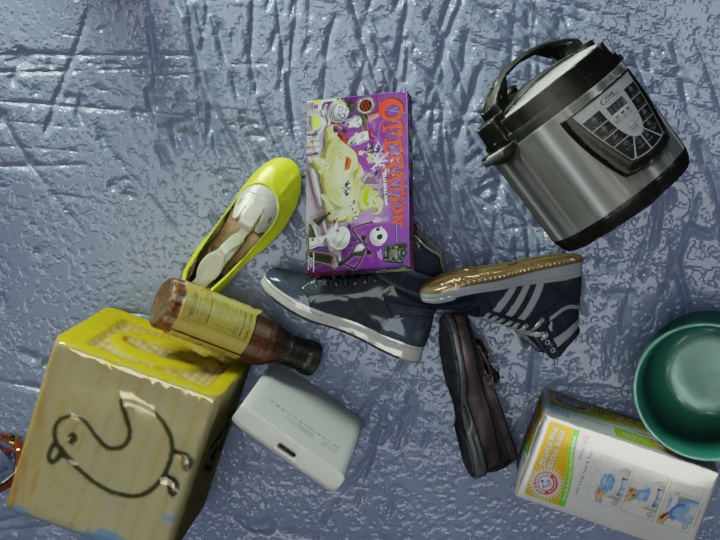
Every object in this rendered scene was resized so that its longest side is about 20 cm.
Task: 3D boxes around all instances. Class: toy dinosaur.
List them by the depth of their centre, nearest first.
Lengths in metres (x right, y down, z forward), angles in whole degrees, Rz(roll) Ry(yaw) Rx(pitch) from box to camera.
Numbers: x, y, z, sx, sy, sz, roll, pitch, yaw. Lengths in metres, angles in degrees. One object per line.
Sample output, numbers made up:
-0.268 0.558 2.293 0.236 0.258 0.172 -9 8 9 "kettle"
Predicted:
-0.486 0.271 1.479 0.181 0.105 0.200 -12 135 -5 "toy dinosaur"

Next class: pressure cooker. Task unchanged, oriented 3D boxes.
0.222 -0.142 1.273 0.179 0.176 0.200 -36 93 20 "pressure cooker"

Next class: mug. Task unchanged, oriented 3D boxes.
0.396 0.124 1.316 0.185 0.114 0.152 15 102 16 "mug"

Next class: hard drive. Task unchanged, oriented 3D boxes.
-0.064 0.167 1.336 0.132 0.200 0.027 35 101 -1 "hard drive"

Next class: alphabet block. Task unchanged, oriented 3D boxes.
-0.254 0.177 1.361 0.195 0.196 0.200 18 100 1 "alphabet block"

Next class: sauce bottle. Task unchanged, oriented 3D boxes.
-0.138 0.069 1.369 0.200 0.066 0.066 25 102 -26 "sauce bottle"

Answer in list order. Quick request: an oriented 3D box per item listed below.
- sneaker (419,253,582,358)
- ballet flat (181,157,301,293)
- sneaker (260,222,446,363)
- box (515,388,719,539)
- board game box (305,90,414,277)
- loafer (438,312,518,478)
0.161 0.048 1.333 0.200 0.070 0.109 -10 104 -23 "sneaker"
-0.137 -0.042 1.378 0.067 0.067 0.200 40 100 1 "ballet flat"
0.001 0.000 1.363 0.202 0.077 0.146 22 105 -1 "sneaker"
0.282 0.222 1.355 0.200 0.113 0.102 18 102 3 "box"
-0.001 -0.095 1.331 0.120 0.032 0.200 -4 76 12 "board game box"
0.135 0.138 1.387 0.063 0.072 0.200 -14 104 -12 "loafer"
